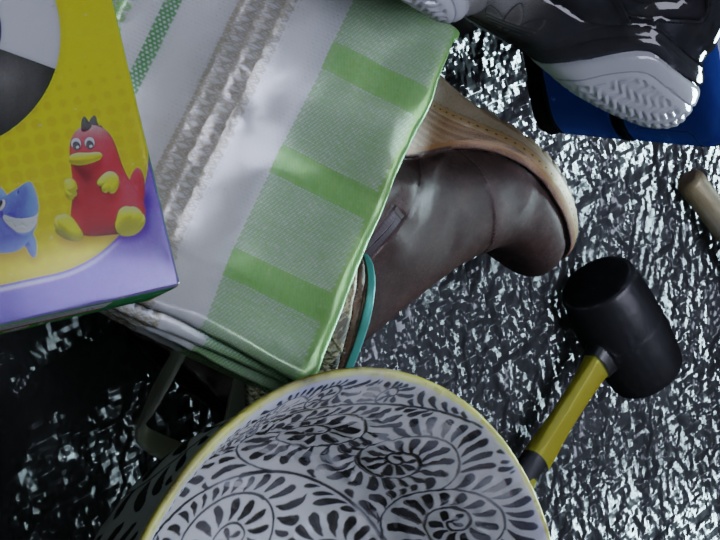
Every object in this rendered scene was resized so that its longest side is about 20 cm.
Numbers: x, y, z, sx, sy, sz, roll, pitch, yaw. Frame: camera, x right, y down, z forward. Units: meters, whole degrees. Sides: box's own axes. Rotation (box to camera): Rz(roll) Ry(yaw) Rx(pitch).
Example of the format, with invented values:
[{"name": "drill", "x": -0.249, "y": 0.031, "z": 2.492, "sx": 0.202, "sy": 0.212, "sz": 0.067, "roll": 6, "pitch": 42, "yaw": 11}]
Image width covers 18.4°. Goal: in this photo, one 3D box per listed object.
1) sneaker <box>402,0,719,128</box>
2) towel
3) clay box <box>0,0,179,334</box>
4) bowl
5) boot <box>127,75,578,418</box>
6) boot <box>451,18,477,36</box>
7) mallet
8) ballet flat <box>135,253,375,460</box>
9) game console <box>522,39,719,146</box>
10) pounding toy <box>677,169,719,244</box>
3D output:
[{"name": "sneaker", "x": 0.061, "y": -0.134, "z": 0.760, "sx": 0.200, "sy": 0.076, "sz": 0.114, "roll": 25, "pitch": 104, "yaw": -33}, {"name": "towel", "x": -0.078, "y": -0.064, "z": 0.725, "sx": 0.200, "sy": 0.031, "sz": 0.150, "roll": 26, "pitch": 78, "yaw": -12}, {"name": "clay box", "x": -0.135, "y": -0.078, "z": 0.671, "sx": 0.115, "sy": 0.048, "sz": 0.201, "roll": -13, "pitch": 88, "yaw": -20}, {"name": "bowl", "x": -0.033, "y": 0.129, "z": 0.743, "sx": 0.200, "sy": 0.094, "sz": 0.202, "roll": -3, "pitch": 95, "yaw": -42}, {"name": "boot", "x": 0.000, "y": 0.000, "z": 0.905, "sx": 0.200, "sy": 0.072, "sz": 0.167, "roll": 40, "pitch": 74, "yaw": -46}, {"name": "boot", "x": -0.001, "y": -0.177, "z": 0.889, "sx": 0.165, "sy": 0.065, "sz": 0.200, "roll": -49, "pitch": 131, "yaw": -35}, {"name": "mallet", "x": 0.089, "y": 0.088, "z": 1.023, "sx": 0.066, "sy": 0.041, "sz": 0.200, "roll": 49, "pitch": 59, "yaw": -35}, {"name": "ballet flat", "x": -0.046, "y": 0.069, "z": 0.816, "sx": 0.068, "sy": 0.075, "sz": 0.201, "roll": -101, "pitch": -162, "yaw": -54}, {"name": "game console", "x": 0.114, "y": -0.165, "z": 0.905, "sx": 0.118, "sy": 0.170, "sz": 0.201, "roll": -23, "pitch": 109, "yaw": -30}, {"name": "pounding toy", "x": 0.272, "y": 0.031, "z": 1.185, "sx": 0.200, "sy": 0.142, "sz": 0.185, "roll": -13, "pitch": 102, "yaw": -60}]
